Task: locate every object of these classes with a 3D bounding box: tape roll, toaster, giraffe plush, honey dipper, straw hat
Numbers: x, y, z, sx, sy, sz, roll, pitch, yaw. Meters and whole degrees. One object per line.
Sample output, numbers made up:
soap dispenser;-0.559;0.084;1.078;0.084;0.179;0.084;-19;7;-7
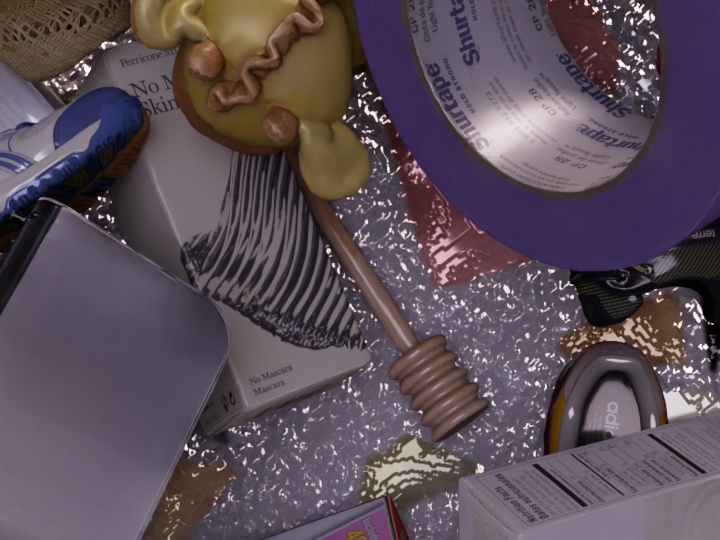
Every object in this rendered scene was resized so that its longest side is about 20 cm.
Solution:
tape roll;0.092;-0.107;0.585;0.085;0.200;0.201;-28;79;-34
toaster;-0.156;0.092;0.694;0.118;0.181;0.201;27;63;-5
giraffe plush;-0.025;-0.117;0.693;0.172;0.200;0.163;25;62;9
honey dipper;0.000;0.000;0.793;0.038;0.038;0.201;-34;77;2
straw hat;-0.161;-0.142;0.731;0.200;0.202;0.085;-15;123;5

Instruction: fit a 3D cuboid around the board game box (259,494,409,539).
board game box;-0.060;0.210;0.726;0.199;0.040;0.153;-19;40;5

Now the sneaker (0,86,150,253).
sneaker;-0.200;-0.044;0.716;0.199;0.075;0.088;-33;80;5

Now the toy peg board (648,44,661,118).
toy peg board;0.212;-0.129;0.680;0.097;0.199;0.201;15;116;44

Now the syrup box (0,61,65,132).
syrup box;-0.245;-0.031;0.800;0.200;0.079;0.081;-45;81;1

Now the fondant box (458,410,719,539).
fondant box;0.144;0.147;0.675;0.199;0.058;0.145;-11;113;-21

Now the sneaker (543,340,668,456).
sneaker;0.117;0.136;0.732;0.074;0.090;0.202;0;84;7

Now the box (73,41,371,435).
box;-0.075;-0.023;0.771;0.082;0.068;0.201;-20;82;-28

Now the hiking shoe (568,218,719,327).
hiking shoe;0.123;-0.025;0.756;0.199;0.076;0.101;20;83;8
